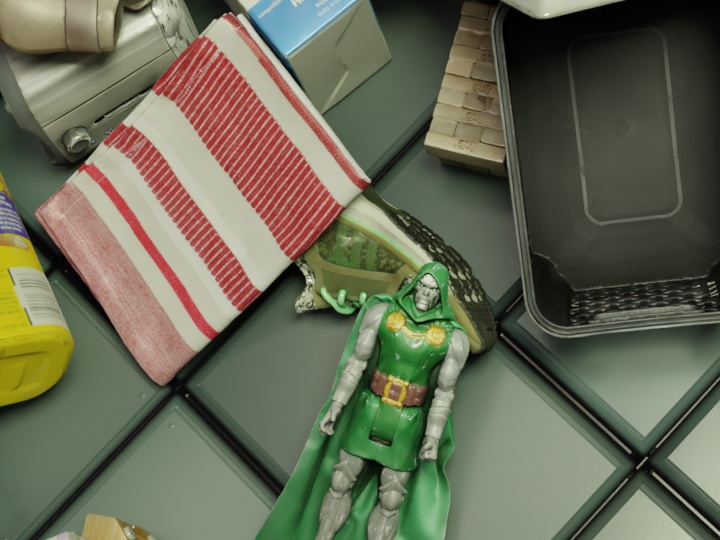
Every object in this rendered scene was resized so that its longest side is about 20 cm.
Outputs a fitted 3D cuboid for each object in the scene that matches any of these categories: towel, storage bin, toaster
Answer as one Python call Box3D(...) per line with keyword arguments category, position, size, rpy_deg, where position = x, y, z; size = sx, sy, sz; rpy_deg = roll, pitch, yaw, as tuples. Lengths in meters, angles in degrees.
Box3D(category="towel", position=(-0.104, -0.043, 0.976), size=(0.200, 0.023, 0.144), rpy_deg=(-43, 78, 23))
Box3D(category="storage bin", position=(0.153, -0.074, 0.899), size=(0.134, 0.094, 0.202), rpy_deg=(-6, 105, 10))
Box3D(category="toaster", position=(-0.188, -0.179, 1.041), size=(0.128, 0.114, 0.201), rpy_deg=(-25, 68, -1))

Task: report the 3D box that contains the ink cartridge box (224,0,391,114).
Box3D(category="ink cartridge box", position=(-0.071, -0.208, 1.014), size=(0.067, 0.116, 0.200), rpy_deg=(-38, 75, -1))

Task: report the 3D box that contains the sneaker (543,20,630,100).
Box3D(category="sneaker", position=(0.167, -0.177, 0.997), size=(0.090, 0.078, 0.200), rpy_deg=(29, 76, 35))

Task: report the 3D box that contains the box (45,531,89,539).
Box3D(category="box", position=(-0.148, 0.247, 0.872), size=(0.041, 0.039, 0.201), rpy_deg=(-21, 70, 6))

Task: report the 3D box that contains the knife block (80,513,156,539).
Box3D(category="knife block", position=(-0.162, 0.271, 0.922), size=(0.175, 0.064, 0.201), rpy_deg=(-34, 70, 0))

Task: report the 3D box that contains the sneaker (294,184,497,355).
Box3D(category="sneaker", position=(0.000, 0.000, 0.978), size=(0.200, 0.077, 0.089), rpy_deg=(40, 103, 23))

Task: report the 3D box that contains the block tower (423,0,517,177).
Box3D(category="block tower", position=(0.094, -0.157, 1.004), size=(0.054, 0.058, 0.202), rpy_deg=(13, 75, 15))

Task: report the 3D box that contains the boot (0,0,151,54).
Box3D(category="boot", position=(-0.181, -0.222, 0.967), size=(0.145, 0.070, 0.201), rpy_deg=(17, 71, 8))

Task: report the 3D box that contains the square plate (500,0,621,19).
Box3D(category="square plate", position=(0.147, -0.195, 0.866), size=(0.197, 0.029, 0.200), rpy_deg=(-17, 26, -12))

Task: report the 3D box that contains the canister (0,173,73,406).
Box3D(category="canister", position=(-0.279, -0.009, 0.983), size=(0.148, 0.087, 0.201), rpy_deg=(-10, 57, -32))

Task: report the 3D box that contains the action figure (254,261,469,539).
Box3D(category="action figure", position=(0.015, 0.090, 0.914), size=(0.117, 0.055, 0.202), rpy_deg=(17, 99, 5))
